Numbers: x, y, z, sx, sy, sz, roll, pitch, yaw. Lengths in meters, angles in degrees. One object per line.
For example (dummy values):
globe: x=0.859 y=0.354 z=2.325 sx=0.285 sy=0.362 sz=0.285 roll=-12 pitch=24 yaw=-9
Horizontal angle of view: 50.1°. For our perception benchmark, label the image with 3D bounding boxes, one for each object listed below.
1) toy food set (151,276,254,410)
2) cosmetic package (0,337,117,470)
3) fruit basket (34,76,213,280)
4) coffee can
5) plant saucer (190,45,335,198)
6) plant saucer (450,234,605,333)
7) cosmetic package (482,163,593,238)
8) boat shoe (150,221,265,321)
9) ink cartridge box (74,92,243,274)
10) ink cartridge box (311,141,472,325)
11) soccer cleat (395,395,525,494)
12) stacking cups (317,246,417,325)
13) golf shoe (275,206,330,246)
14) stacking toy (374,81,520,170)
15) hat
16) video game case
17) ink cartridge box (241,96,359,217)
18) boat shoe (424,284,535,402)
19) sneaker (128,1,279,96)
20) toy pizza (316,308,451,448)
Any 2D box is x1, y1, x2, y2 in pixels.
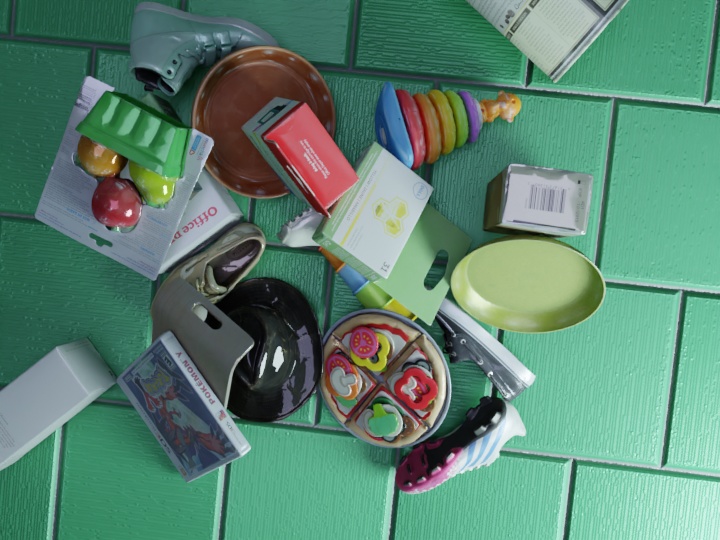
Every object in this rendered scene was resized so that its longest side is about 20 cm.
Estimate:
toy food set: x=-0.208 y=0.122 z=1.021 sx=0.143 sy=0.060 sz=0.202 roll=37 pitch=136 yaw=20
cosmetic package: x=-0.452 y=0.190 z=1.074 sx=0.199 sy=0.108 sz=0.085 roll=-38 pitch=89 yaw=2
fruit basket: x=-0.303 y=-0.117 z=0.989 sx=0.183 sy=0.094 sz=0.202 roll=26 pitch=107 yaw=2
coffee can: x=0.228 y=-0.366 z=0.994 sx=0.200 sy=0.146 sz=0.147 roll=43 pitch=94 yaw=1
plant saucer: x=-0.130 y=-0.199 z=1.042 sx=0.197 sy=0.032 sz=0.203 roll=-7 pitch=111 yaw=-19
plant saucer: x=0.218 y=0.014 z=1.010 sx=0.197 sy=0.201 sz=0.031 roll=10 pitch=53 yaw=3
cosmetic package: x=0.218 y=-0.082 z=0.978 sx=0.103 sy=0.200 sz=0.072 roll=8 pitch=90 yaw=4
boat shoe: x=-0.211 y=0.013 z=1.066 sx=0.199 sy=0.065 sz=0.072 roll=-40 pitch=110 yaw=1
ink cartridge box: x=-0.277 y=-0.115 z=1.062 sx=0.144 sy=0.088 sz=0.201 roll=-34 pitch=92 yaw=3
ink cartridge box: x=0.054 y=-0.045 z=0.989 sx=0.199 sy=0.048 sz=0.147 roll=35 pitch=68 yaw=-14
soccer cleat: x=0.141 y=0.256 z=1.064 sx=0.199 sy=0.070 sz=0.086 roll=-39 pitch=123 yaw=16
stacking cups: x=0.000 y=0.000 z=1.070 sx=0.060 sy=0.060 sz=0.201 roll=-38 pitch=86 yaw=4
golf shoe: x=-0.009 y=-0.048 z=1.015 sx=0.197 sy=0.078 sz=0.098 roll=-15 pitch=76 yaw=-21
stacking toy: x=0.123 y=-0.204 z=1.038 sx=0.197 sy=0.110 sz=0.118 roll=-16 pitch=81 yaw=-8
hat: x=-0.144 y=0.109 z=1.054 sx=0.197 sy=0.081 sz=0.204 roll=-1 pitch=86 yaw=10
video game case: x=-0.245 y=0.190 z=1.038 sx=0.023 sy=0.200 sz=0.183 roll=-35 pitch=90 yaw=-41
ink cartridge box: x=-0.073 y=-0.144 z=0.950 sx=0.067 sy=0.200 sz=0.117 roll=-40 pitch=114 yaw=-5
boat shoe: x=0.149 y=0.105 z=1.061 sx=0.199 sy=0.070 sz=0.066 roll=41 pitch=92 yaw=-7
sneaker: x=-0.211 y=-0.277 z=1.033 sx=0.197 sy=0.074 sz=0.120 roll=9 pitch=72 yaw=-10
toy pizza: x=0.026 y=0.151 z=1.047 sx=0.197 sy=0.032 sz=0.203 roll=7 pitch=107 yaw=22
